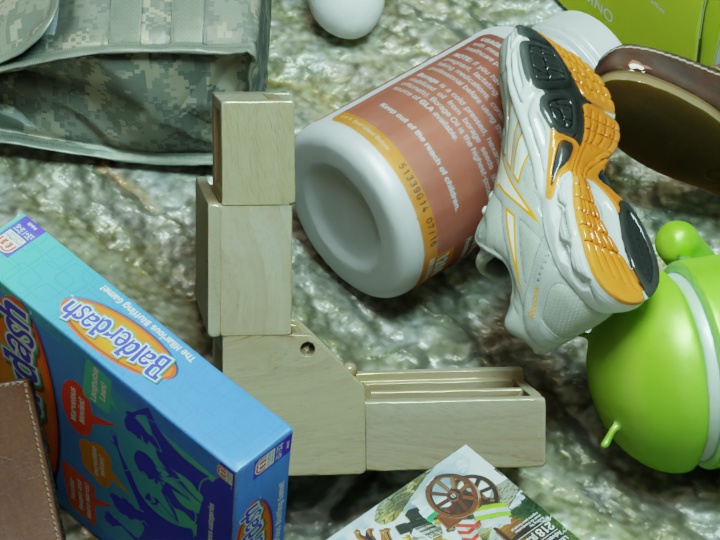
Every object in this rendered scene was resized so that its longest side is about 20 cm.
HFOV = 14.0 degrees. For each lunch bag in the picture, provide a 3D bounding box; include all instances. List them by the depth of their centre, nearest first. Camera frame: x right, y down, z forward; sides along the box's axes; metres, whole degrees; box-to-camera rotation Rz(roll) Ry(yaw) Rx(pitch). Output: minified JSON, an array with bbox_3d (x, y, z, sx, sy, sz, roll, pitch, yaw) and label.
[{"bbox_3d":[-0.156,-0.156,1.776,0.200,0.118,0.164,0,48,3],"label":"lunch bag"}]

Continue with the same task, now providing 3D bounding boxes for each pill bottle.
[{"bbox_3d":[0.065,-0.074,1.724,0.200,0.112,0.112,-30,57,-28],"label":"pill bottle"}]

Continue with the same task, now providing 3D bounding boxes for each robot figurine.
[{"bbox_3d":[0.215,0.047,1.627,0.200,0.116,0.176,-9,58,-13],"label":"robot figurine"}]

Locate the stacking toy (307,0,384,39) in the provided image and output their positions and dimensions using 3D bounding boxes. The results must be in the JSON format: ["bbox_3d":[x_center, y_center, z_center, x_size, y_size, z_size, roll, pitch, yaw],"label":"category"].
[{"bbox_3d":[-0.025,-0.238,1.869,0.146,0.146,0.200,-8,65,-13],"label":"stacking toy"}]

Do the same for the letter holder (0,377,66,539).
[{"bbox_3d":[-0.218,0.171,1.489,0.142,0.101,0.200,-9,50,-10],"label":"letter holder"}]

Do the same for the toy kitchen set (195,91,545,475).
[{"bbox_3d":[0.000,0.000,1.630,0.180,0.200,0.163,-1,7,-7],"label":"toy kitchen set"}]

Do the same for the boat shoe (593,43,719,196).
[{"bbox_3d":[0.215,-0.084,1.732,0.200,0.070,0.070,30,56,-30],"label":"boat shoe"}]

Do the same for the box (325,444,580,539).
[{"bbox_3d":[0.029,0.183,1.451,0.200,0.038,0.137,-32,58,-34],"label":"box"}]

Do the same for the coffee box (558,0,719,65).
[{"bbox_3d":[0.234,-0.246,1.834,0.198,0.200,0.200,-27,56,-25],"label":"coffee box"}]

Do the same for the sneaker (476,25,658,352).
[{"bbox_3d":[0.094,-0.045,1.618,0.076,0.092,0.200,25,40,-36],"label":"sneaker"}]

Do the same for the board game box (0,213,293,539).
[{"bbox_3d":[-0.124,0.083,1.540,0.200,0.152,0.045,37,56,25],"label":"board game box"}]
